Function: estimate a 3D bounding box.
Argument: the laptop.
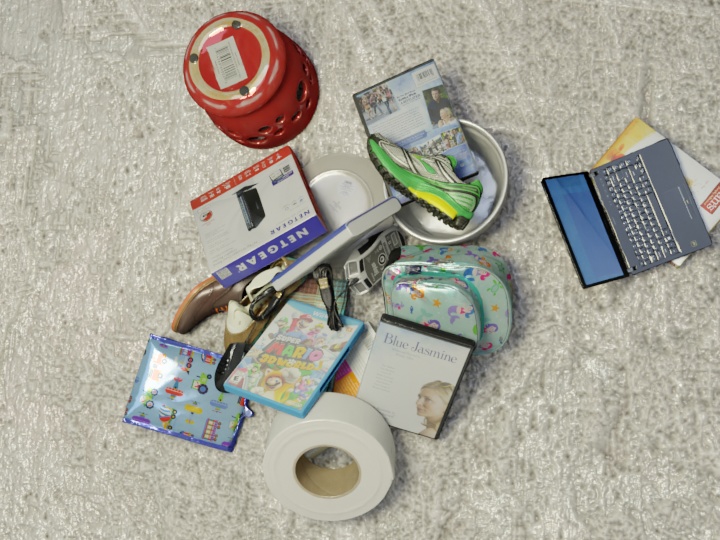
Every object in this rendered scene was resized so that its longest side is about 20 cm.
[{"bbox_3d":[0.395,-0.087,1.356,0.199,0.103,0.178,-22,80,14],"label":"laptop"}]

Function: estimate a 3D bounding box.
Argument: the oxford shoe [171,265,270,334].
[{"bbox_3d":[-0.236,0.046,1.547,0.200,0.071,0.073,-44,78,3],"label":"oxford shoe"}]

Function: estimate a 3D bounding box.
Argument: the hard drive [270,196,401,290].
[{"bbox_3d":[-0.040,-0.041,1.419,0.200,0.132,0.025,-34,89,43],"label":"hard drive"}]

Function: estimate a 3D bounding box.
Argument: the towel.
[{"bbox_3d":[-0.099,0.107,1.506,0.146,0.022,0.202,4,73,20],"label":"towel"}]

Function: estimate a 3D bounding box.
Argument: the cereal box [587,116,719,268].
[{"bbox_3d":[0.459,-0.121,1.415,0.200,0.040,0.144,41,94,16],"label":"cereal box"}]

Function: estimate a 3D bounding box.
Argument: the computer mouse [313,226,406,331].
[{"bbox_3d":[0.000,0.000,1.467,0.044,0.200,0.110,8,127,45],"label":"computer mouse"}]

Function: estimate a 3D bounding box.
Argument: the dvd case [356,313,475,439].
[{"bbox_3d":[0.076,0.163,1.376,0.142,0.018,0.201,17,125,1],"label":"dvd case"}]

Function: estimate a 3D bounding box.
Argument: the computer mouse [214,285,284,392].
[{"bbox_3d":[-0.176,0.113,1.477,0.201,0.058,0.034,-62,30,8],"label":"computer mouse"}]

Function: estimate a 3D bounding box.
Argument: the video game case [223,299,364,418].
[{"bbox_3d":[-0.100,0.132,1.424,0.142,0.018,0.200,15,46,24],"label":"video game case"}]

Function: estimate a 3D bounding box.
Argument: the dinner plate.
[{"bbox_3d":[-0.040,-0.104,1.546,0.199,0.024,0.202,-2,80,13],"label":"dinner plate"}]

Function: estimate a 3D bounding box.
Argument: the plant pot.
[{"bbox_3d":[-0.184,-0.324,1.535,0.199,0.182,0.202,-2,81,11],"label":"plant pot"}]

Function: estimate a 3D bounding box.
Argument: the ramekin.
[{"bbox_3d":[0.141,-0.133,1.463,0.199,0.105,0.202,-2,80,13],"label":"ramekin"}]

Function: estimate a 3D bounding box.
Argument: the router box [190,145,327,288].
[{"bbox_3d":[-0.172,-0.092,1.521,0.199,0.049,0.180,-29,50,5],"label":"router box"}]

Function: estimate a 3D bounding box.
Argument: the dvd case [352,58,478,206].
[{"bbox_3d":[0.084,-0.213,1.426,0.142,0.018,0.201,-22,78,10],"label":"dvd case"}]

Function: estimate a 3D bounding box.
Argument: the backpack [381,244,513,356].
[{"bbox_3d":[0.136,0.053,1.405,0.198,0.151,0.179,-3,115,8],"label":"backpack"}]

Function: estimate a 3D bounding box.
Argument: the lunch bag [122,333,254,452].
[{"bbox_3d":[-0.272,0.208,1.529,0.199,0.094,0.152,17,83,5],"label":"lunch bag"}]

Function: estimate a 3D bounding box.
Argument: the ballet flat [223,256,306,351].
[{"bbox_3d":[-0.172,0.053,1.503,0.200,0.072,0.068,-47,53,5],"label":"ballet flat"}]

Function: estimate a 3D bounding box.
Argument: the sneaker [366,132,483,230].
[{"bbox_3d":[0.094,-0.146,1.373,0.199,0.078,0.085,35,85,6],"label":"sneaker"}]

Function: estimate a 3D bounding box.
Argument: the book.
[{"bbox_3d":[-0.033,0.193,1.488,0.199,0.048,0.134,-34,72,6],"label":"book"}]

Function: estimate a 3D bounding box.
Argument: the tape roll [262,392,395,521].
[{"bbox_3d":[-0.047,0.288,1.407,0.201,0.071,0.204,2,118,3],"label":"tape roll"}]
